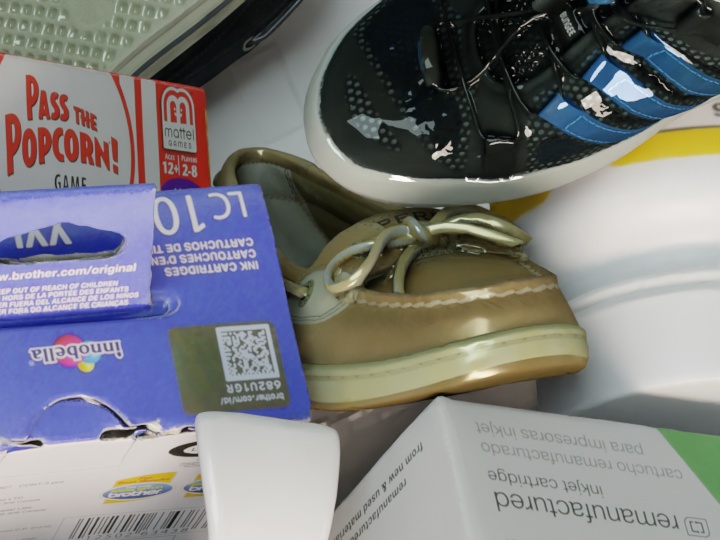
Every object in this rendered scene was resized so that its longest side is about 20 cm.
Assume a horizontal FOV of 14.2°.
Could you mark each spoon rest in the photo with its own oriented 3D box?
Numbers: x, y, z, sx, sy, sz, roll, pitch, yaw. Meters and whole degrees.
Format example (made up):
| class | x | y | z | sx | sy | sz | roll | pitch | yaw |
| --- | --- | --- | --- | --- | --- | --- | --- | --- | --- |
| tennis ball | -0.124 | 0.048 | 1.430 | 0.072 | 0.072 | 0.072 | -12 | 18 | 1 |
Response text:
| class | x | y | z | sx | sy | sz | roll | pitch | yaw |
| --- | --- | --- | --- | --- | --- | --- | --- | --- | --- |
| spoon rest | -0.060 | 0.114 | 0.803 | 0.099 | 0.200 | 0.061 | 8 | 54 | -21 |

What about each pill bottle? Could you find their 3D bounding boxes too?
| class | x | y | z | sx | sy | sz | roll | pitch | yaw |
| --- | --- | --- | --- | --- | --- | --- | --- | --- | --- |
| pill bottle | 0.092 | -0.047 | 0.855 | 0.113 | 0.114 | 0.201 | -8 | 69 | 13 |

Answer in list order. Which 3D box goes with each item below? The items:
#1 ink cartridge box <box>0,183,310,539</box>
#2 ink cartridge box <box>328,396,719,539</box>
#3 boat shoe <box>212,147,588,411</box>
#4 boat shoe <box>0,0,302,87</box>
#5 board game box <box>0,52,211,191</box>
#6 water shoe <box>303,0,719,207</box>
| class | x | y | z | sx | sy | sz | roll | pitch | yaw |
| --- | --- | --- | --- | --- | --- | --- | --- | --- | --- |
| ink cartridge box | -0.099 | 0.041 | 0.809 | 0.135 | 0.200 | 0.077 | -4 | 67 | -21 |
| ink cartridge box | 0.078 | 0.144 | 0.746 | 0.144 | 0.088 | 0.201 | 10 | 52 | -27 |
| boat shoe | 0.002 | 0.000 | 0.828 | 0.073 | 0.200 | 0.064 | -8 | 97 | -18 |
| boat shoe | -0.093 | -0.067 | 0.946 | 0.199 | 0.062 | 0.075 | -34 | 69 | 18 |
| board game box | -0.167 | -0.026 | 0.861 | 0.199 | 0.151 | 0.047 | -7 | 84 | 30 |
| water shoe | 0.075 | -0.077 | 0.765 | 0.199 | 0.079 | 0.072 | -17 | 67 | 6 |
